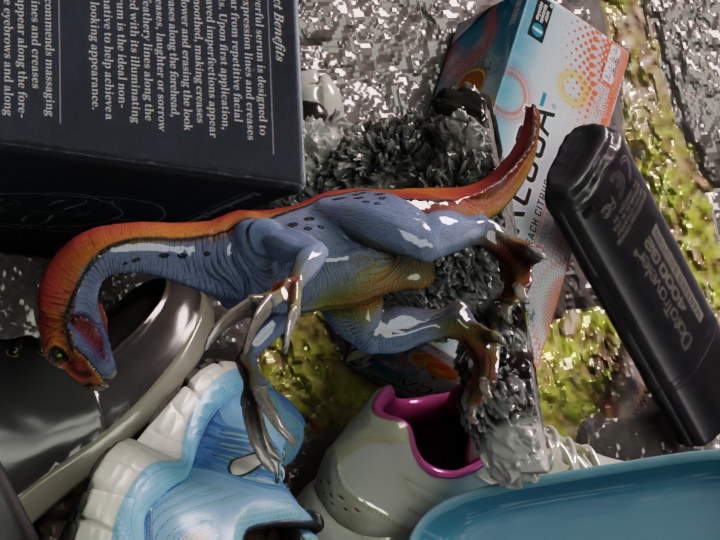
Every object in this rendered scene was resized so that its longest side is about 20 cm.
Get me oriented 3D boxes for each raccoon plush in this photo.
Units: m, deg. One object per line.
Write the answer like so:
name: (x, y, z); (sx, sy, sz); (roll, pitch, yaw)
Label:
raccoon plush: (0.000, 0.000, 1.072); (0.134, 0.097, 0.200); (-10, 56, 6)

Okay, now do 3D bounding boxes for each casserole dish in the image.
casserole dish: (0.111, 0.143, 1.060); (0.039, 0.200, 0.121); (16, 64, -78)

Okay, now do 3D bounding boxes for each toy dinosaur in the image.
toy dinosaur: (-0.030, 0.005, 0.974); (0.181, 0.105, 0.200); (16, 38, -6)

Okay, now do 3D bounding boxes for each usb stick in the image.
usb stick: (0.138, 0.011, 1.201); (0.056, 0.033, 0.200); (-58, 137, -25)

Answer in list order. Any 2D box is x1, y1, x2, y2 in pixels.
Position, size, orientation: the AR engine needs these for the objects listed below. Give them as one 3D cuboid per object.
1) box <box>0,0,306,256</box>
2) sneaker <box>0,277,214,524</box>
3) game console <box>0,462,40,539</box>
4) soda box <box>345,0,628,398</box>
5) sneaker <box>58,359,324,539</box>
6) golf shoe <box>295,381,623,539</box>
box: (-0.144, -0.076, 1.005); (0.200, 0.148, 0.107); (7, 74, -34)
sneaker: (-0.149, 0.041, 1.015); (0.200, 0.075, 0.106); (-44, 104, -33)
game console: (-0.224, 0.092, 0.937); (0.177, 0.031, 0.200); (-27, 94, -11)
soda box: (0.062, -0.031, 1.188); (0.068, 0.064, 0.200); (31, 61, -24)
sneaker: (-0.056, 0.102, 0.994); (0.090, 0.078, 0.200); (29, 20, 5)
golf shoe: (0.071, 0.095, 1.127); (0.200, 0.092, 0.075); (2, 34, -30)
